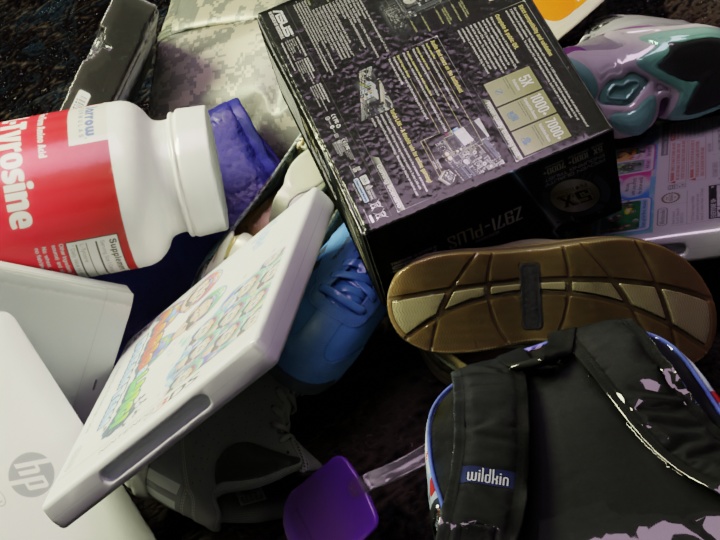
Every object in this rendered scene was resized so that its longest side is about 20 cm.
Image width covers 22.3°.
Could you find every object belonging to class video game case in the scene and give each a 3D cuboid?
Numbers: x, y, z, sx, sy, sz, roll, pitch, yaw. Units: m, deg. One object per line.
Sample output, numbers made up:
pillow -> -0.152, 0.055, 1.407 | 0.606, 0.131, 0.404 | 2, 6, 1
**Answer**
video game case -> 0.175, -0.049, 1.216 | 0.182, 0.024, 0.200 | -8, 23, 15
video game case -> -0.100, 0.048, 1.105 | 0.182, 0.024, 0.200 | -39, 15, 25

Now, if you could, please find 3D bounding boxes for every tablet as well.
tablet -> -0.219, 0.137, 1.119 | 0.130, 0.014, 0.200 | -32, 83, -15

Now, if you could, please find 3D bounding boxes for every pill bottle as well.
pill bottle -> -0.192, -0.050, 1.210 | 0.200, 0.112, 0.112 | -11, 38, -1

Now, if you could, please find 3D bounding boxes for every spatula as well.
spatula -> 0.036, 0.108, 1.082 | 0.200, 0.021, 0.057 | -35, 63, 8

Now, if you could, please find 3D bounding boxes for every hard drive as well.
hard drive -> -0.197, -0.121, 1.370 | 0.038, 0.200, 0.140 | 25, 80, -6
hard drive -> -0.258, 0.055, 1.165 | 0.200, 0.132, 0.026 | 12, 15, -27

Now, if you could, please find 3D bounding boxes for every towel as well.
towel -> -0.133, -0.013, 1.282 | 0.200, 0.050, 0.148 | -30, 76, -7

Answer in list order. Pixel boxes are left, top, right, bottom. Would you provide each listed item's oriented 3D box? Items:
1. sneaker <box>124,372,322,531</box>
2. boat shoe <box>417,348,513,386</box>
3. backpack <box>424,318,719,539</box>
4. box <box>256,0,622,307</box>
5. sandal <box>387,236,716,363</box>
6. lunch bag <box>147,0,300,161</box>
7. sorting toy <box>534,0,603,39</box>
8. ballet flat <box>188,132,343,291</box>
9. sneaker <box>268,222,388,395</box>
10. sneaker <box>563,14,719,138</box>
sneaker -> -0.048, 0.096, 1.166 | 0.115, 0.075, 0.200 | 29, 57, 28
boat shoe -> 0.087, 0.048, 1.157 | 0.073, 0.063, 0.200 | -30, 39, -13
backpack -> 0.125, 0.125, 0.979 | 0.200, 0.154, 0.191 | -12, 44, -3
box -> 0.047, -0.101, 1.151 | 0.164, 0.086, 0.200 | -24, 55, -4
sandal -> 0.115, 0.018, 1.103 | 0.200, 0.080, 0.054 | 1, 4, -3
lunch bag -> -0.059, -0.134, 1.380 | 0.200, 0.139, 0.168 | -5, 51, 23
sorting toy -> 0.073, -0.237, 1.365 | 0.107, 0.180, 0.200 | -45, 8, -11
ballet flat -> -0.059, -0.025, 1.224 | 0.074, 0.074, 0.200 | 22, 74, 41
sneaker -> 0.000, 0.000, 1.173 | 0.066, 0.078, 0.200 | 38, 42, 2
sneaker -> 0.157, -0.134, 1.291 | 0.200, 0.078, 0.140 | -10, 18, -5
